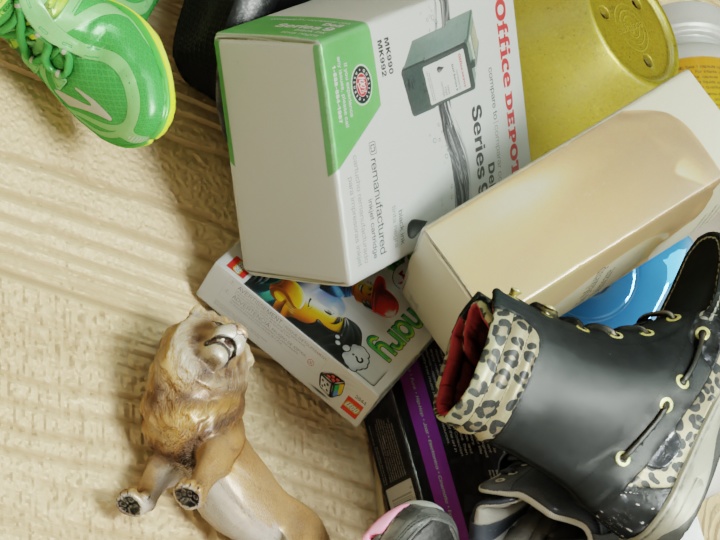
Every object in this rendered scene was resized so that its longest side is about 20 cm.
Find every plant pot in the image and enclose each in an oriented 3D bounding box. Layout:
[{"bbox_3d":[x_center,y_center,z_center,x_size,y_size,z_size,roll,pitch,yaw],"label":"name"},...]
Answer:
[{"bbox_3d":[0.143,-0.145,1.451,0.199,0.142,0.201,26,50,-35],"label":"plant pot"}]

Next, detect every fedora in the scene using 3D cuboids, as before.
[{"bbox_3d":[-0.051,-0.160,1.267,0.200,0.091,0.202,-35,136,-43],"label":"fedora"}]

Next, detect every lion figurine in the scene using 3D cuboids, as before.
[{"bbox_3d":[-0.065,0.126,1.124,0.201,0.072,0.123,63,28,-20],"label":"lion figurine"}]

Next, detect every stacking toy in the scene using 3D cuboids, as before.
[{"bbox_3d":[0.146,0.011,1.361,0.109,0.116,0.200,32,-4,5],"label":"stacking toy"}]

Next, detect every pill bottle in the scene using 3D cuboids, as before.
[{"bbox_3d":[0.262,-0.107,1.584,0.112,0.113,0.201,23,51,-38],"label":"pill bottle"}]

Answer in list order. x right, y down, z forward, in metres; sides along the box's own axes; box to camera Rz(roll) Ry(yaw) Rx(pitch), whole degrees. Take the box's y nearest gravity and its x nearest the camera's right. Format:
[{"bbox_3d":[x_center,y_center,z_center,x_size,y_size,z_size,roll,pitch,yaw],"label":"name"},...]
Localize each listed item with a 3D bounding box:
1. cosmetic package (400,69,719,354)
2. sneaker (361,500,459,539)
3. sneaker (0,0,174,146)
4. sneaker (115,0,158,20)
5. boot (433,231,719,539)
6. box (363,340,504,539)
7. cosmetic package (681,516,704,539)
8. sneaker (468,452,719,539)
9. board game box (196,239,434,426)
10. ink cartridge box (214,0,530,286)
[{"bbox_3d":[0.128,-0.027,1.206,0.199,0.105,0.071,-32,76,-16],"label":"cosmetic package"},{"bbox_3d":[0.031,0.226,1.085,0.079,0.095,0.201,17,81,-39],"label":"sneaker"},{"bbox_3d":[-0.186,-0.144,1.131,0.200,0.074,0.084,49,32,1],"label":"sneaker"},{"bbox_3d":[-0.128,-0.216,1.241,0.074,0.083,0.201,42,42,-21],"label":"sneaker"},{"bbox_3d":[0.135,0.037,1.114,0.153,0.073,0.204,30,61,-14],"label":"boot"},{"bbox_3d":[0.086,0.117,1.311,0.199,0.036,0.144,4,63,-45],"label":"box"},{"bbox_3d":[0.112,0.210,1.185,0.199,0.051,0.083,-11,70,-10],"label":"cosmetic package"},{"bbox_3d":[0.094,0.106,1.197,0.146,0.202,0.077,-29,128,-31],"label":"sneaker"},{"bbox_3d":[0.000,0.000,1.259,0.126,0.035,0.200,39,39,4],"label":"board game box"},{"bbox_3d":[0.013,-0.093,1.209,0.200,0.084,0.147,-28,117,-48],"label":"ink cartridge box"}]
